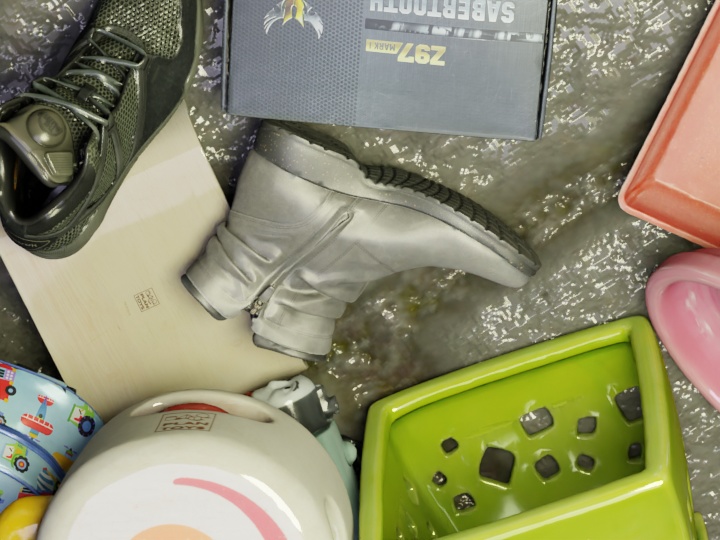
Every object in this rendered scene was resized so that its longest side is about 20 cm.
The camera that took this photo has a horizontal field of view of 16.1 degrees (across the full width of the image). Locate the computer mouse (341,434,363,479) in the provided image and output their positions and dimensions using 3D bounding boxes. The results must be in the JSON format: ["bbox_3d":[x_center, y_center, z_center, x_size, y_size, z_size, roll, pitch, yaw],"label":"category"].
[{"bbox_3d":[-0.056,0.206,1.686,0.140,0.046,0.201,0,112,5],"label":"computer mouse"}]

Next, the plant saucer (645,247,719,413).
[{"bbox_3d":[0.263,0.055,1.535,0.201,0.200,0.051,47,74,-13],"label":"plant saucer"}]

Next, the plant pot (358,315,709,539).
[{"bbox_3d":[0.122,0.174,1.580,0.198,0.200,0.182,-18,115,12],"label":"plant pot"}]

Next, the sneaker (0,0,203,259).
[{"bbox_3d":[-0.157,-0.103,1.511,0.076,0.114,0.200,30,87,6],"label":"sneaker"}]

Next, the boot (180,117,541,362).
[{"bbox_3d":[0.000,0.000,1.571,0.199,0.070,0.132,24,101,-3],"label":"boot"}]

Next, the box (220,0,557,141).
[{"bbox_3d":[0.019,-0.166,1.525,0.199,0.051,0.158,6,114,3],"label":"box"}]

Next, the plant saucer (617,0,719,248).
[{"bbox_3d":[0.285,-0.090,1.538,0.199,0.037,0.201,23,113,-4],"label":"plant saucer"}]

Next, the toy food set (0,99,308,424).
[{"bbox_3d":[-0.135,0.009,1.615,0.143,0.060,0.201,-24,110,2],"label":"toy food set"}]

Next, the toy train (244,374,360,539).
[{"bbox_3d":[-0.042,0.163,1.613,0.113,0.085,0.201,-19,101,6],"label":"toy train"}]

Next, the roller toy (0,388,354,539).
[{"bbox_3d":[-0.099,0.169,1.501,0.200,0.140,0.182,44,102,-5],"label":"roller toy"}]

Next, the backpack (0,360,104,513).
[{"bbox_3d":[-0.252,0.148,1.606,0.182,0.135,0.200,20,135,-2],"label":"backpack"}]
